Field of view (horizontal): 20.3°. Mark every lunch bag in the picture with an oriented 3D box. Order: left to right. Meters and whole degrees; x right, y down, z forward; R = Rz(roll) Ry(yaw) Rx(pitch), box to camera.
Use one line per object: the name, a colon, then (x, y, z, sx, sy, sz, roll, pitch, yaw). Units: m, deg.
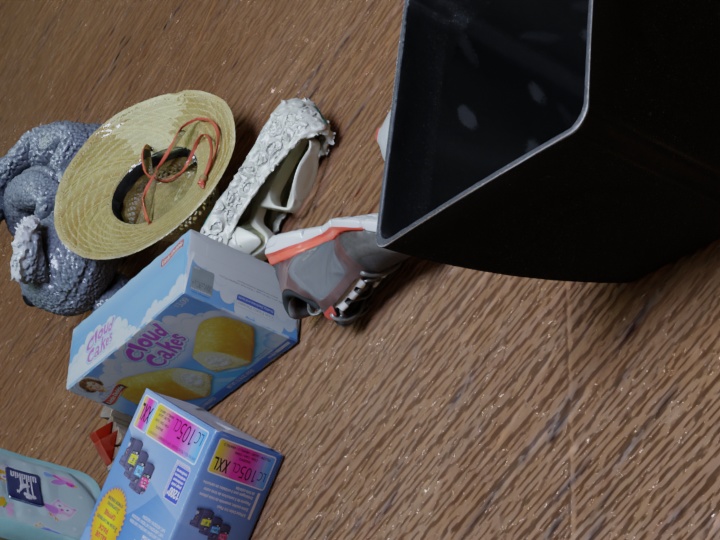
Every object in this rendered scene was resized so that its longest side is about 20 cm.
lunch bag: (-0.333, 0.225, 1.841, 0.200, 0.170, 0.123, -5, 66, 64)

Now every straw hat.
straw hat: (-0.182, -0.068, 1.892, 0.200, 0.085, 0.202, -18, 49, 22)

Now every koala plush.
koala plush: (-0.287, -0.032, 1.970, 0.184, 0.177, 0.200, -42, 31, 21)

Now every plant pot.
plant pot: (0.145, -0.102, 1.242, 0.199, 0.177, 0.201, -31, 45, 48)

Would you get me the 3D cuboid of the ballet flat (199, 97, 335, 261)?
ballet flat: (-0.085, -0.055, 1.737, 0.201, 0.071, 0.072, -62, 28, 9)

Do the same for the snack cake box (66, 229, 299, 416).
snack cake box: (-0.152, 0.055, 1.712, 0.200, 0.115, 0.068, -37, 39, 44)

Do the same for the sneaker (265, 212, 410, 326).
sneaker: (0.000, 0.000, 1.561, 0.200, 0.077, 0.082, -13, 85, 58)

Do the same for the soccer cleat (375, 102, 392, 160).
soccer cleat: (0.072, -0.165, 1.545, 0.078, 0.069, 0.201, 30, 103, 57)

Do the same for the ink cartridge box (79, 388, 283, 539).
ink cartridge box: (-0.158, 0.213, 1.634, 0.136, 0.076, 0.201, 21, 89, 56)

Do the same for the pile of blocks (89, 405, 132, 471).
pile of blocks: (-0.212, 0.180, 1.781, 0.082, 0.062, 0.200, -56, 29, 19)
